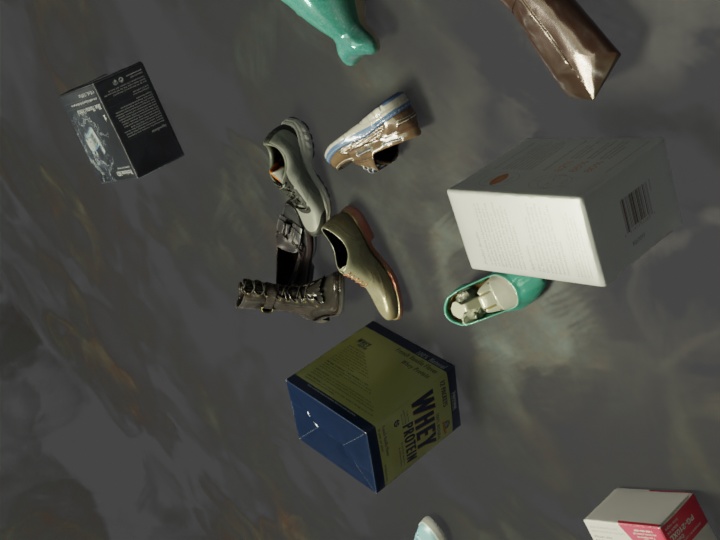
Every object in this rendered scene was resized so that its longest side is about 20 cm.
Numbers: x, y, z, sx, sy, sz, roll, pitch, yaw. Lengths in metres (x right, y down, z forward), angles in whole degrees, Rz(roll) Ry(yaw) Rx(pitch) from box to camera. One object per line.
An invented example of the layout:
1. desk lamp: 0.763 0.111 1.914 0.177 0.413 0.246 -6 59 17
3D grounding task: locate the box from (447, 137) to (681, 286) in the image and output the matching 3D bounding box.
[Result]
1. box: 0.227 -0.072 1.095 0.200 0.152 0.107 10 126 52

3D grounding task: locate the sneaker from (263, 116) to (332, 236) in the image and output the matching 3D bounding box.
1. sneaker: -0.107 -0.143 1.579 0.074 0.079 0.201 13 129 48

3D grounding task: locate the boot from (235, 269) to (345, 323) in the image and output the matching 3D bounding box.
1. boot: -0.124 0.042 1.679 0.200 0.173 0.070 130 145 -60

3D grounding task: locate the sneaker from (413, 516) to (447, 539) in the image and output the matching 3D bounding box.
1. sneaker: 0.119 0.557 1.887 0.074 0.082 0.201 35 143 31

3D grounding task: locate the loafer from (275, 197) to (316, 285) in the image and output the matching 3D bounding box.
1. loafer: -0.119 -0.037 1.706 0.072 0.063 0.201 37 144 32

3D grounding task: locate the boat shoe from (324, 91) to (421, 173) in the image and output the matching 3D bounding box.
1. boat shoe: 0.015 -0.177 1.380 0.073 0.072 0.200 57 149 -2

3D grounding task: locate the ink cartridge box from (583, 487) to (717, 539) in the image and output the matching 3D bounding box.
1. ink cartridge box: 0.417 0.404 1.320 0.145 0.084 0.201 -16 104 59

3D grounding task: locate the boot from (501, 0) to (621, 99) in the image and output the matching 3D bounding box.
1. boot: 0.216 -0.284 1.004 0.200 0.064 0.186 58 163 6

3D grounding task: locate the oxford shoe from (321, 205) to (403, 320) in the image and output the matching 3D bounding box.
1. oxford shoe: 0.000 0.000 1.559 0.071 0.074 0.201 -19 101 59

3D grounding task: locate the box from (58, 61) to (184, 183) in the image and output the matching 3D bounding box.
1. box: -0.477 -0.289 1.937 0.196 0.117 0.201 2 120 54

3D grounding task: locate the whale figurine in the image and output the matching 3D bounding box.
1. whale figurine: -0.053 -0.361 1.279 0.159 0.104 0.201 -10 110 57

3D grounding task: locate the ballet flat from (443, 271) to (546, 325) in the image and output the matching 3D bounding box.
1. ballet flat: 0.179 0.038 1.343 0.068 0.070 0.200 58 149 0

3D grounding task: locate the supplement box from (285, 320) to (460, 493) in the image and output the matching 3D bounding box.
1. supplement box: 0.023 0.217 1.599 0.200 0.199 0.135 27 138 41
